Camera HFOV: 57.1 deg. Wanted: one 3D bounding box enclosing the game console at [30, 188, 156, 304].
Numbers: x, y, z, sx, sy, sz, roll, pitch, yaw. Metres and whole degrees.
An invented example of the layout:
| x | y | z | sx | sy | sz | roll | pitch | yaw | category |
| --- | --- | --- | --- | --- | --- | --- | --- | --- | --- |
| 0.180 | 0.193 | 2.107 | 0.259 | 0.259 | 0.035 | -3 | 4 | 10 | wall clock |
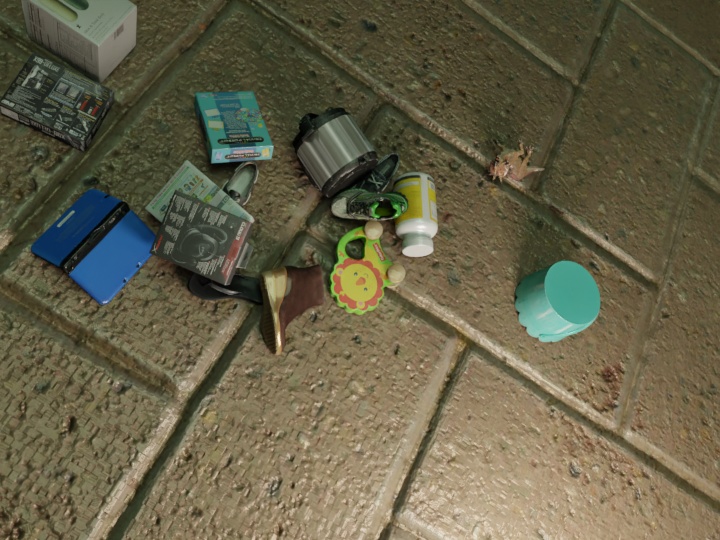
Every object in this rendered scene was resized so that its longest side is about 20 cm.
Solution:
| x | y | z | sx | sy | sz | roll | pitch | yaw | category |
| --- | --- | --- | --- | --- | --- | --- | --- | --- | --- |
| -0.581 | -0.055 | 1.460 | 0.169 | 0.119 | 0.201 | 22 | 59 | 23 | game console |

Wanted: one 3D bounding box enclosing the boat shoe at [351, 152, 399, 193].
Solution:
| x | y | z | sx | sy | sz | roll | pitch | yaw | category |
| --- | --- | --- | --- | --- | --- | --- | --- | --- | --- |
| 0.039 | -0.234 | 1.735 | 0.072 | 0.068 | 0.200 | 42 | 65 | -2 | boat shoe |

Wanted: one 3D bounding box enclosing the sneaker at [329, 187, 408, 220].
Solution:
| x | y | z | sx | sy | sz | roll | pitch | yaw | category |
| --- | --- | --- | --- | --- | --- | --- | --- | --- | --- |
| 0.016 | -0.163 | 1.648 | 0.197 | 0.085 | 0.079 | -2 | 106 | 15 | sneaker |

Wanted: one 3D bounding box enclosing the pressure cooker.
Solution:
| x | y | z | sx | sy | sz | roll | pitch | yaw | category |
| --- | --- | --- | --- | --- | --- | --- | --- | --- | --- |
| -0.071 | -0.309 | 1.659 | 0.178 | 0.176 | 0.201 | -32 | 84 | -21 | pressure cooker |

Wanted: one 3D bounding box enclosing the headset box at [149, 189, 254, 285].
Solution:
| x | y | z | sx | sy | sz | roll | pitch | yaw | category |
| --- | --- | --- | --- | --- | --- | --- | --- | --- | --- |
| -0.335 | -0.067 | 1.447 | 0.198 | 0.077 | 0.150 | 22 | 89 | -4 | headset box |

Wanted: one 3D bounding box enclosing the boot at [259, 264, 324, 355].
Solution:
| x | y | z | sx | sy | sz | roll | pitch | yaw | category |
| --- | --- | --- | --- | --- | --- | --- | --- | --- | --- |
| -0.150 | 0.087 | 1.547 | 0.165 | 0.072 | 0.203 | -5 | 89 | -38 | boot |

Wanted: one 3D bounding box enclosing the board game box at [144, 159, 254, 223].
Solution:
| x | y | z | sx | sy | sz | roll | pitch | yaw | category |
| --- | --- | --- | --- | --- | --- | --- | --- | --- | --- |
| -0.365 | -0.129 | 1.515 | 0.200 | 0.064 | 0.148 | 41 | 86 | -3 | board game box |

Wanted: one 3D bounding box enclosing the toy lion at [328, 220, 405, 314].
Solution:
| x | y | z | sx | sy | sz | roll | pitch | yaw | category |
| --- | --- | --- | --- | --- | --- | --- | --- | --- | --- |
| 0.000 | 0.000 | 1.646 | 0.190 | 0.069 | 0.202 | -24 | 80 | -19 | toy lion |

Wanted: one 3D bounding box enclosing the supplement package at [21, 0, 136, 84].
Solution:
| x | y | z | sx | sy | sz | roll | pitch | yaw | category |
| --- | --- | --- | --- | --- | --- | --- | --- | --- | --- |
| -0.654 | -0.584 | 1.551 | 0.199 | 0.151 | 0.153 | 33 | 63 | -7 | supplement package |

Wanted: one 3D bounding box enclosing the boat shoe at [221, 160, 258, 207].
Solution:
| x | y | z | sx | sy | sz | roll | pitch | yaw | category |
| --- | --- | --- | --- | --- | --- | --- | --- | --- | --- |
| -0.302 | -0.179 | 1.588 | 0.073 | 0.060 | 0.201 | 33 | 63 | -9 | boat shoe |

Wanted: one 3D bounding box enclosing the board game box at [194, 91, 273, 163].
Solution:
| x | y | z | sx | sy | sz | roll | pitch | yaw | category |
| --- | --- | --- | --- | --- | --- | --- | --- | --- | --- |
| -0.314 | -0.356 | 1.627 | 0.149 | 0.047 | 0.201 | -8 | 57 | -23 | board game box |

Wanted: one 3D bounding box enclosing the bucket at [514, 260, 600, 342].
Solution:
| x | y | z | sx | sy | sz | roll | pitch | yaw | category |
| --- | --- | --- | --- | --- | --- | --- | --- | --- | --- |
| 0.531 | 0.080 | 1.774 | 0.205 | 0.135 | 0.210 | 7 | 68 | -19 | bucket |

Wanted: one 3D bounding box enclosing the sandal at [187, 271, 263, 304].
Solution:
| x | y | z | sx | sy | sz | roll | pitch | yaw | category |
| --- | --- | --- | --- | --- | --- | --- | --- | --- | --- |
| -0.296 | 0.031 | 1.523 | 0.198 | 0.043 | 0.077 | 6 | 69 | -19 | sandal |

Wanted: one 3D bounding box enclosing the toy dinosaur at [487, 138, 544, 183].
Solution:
| x | y | z | sx | sy | sz | roll | pitch | yaw | category |
| --- | --- | --- | --- | --- | --- | --- | --- | --- | --- |
| 0.439 | -0.300 | 1.914 | 0.199 | 0.085 | 0.137 | 23 | 74 | -30 | toy dinosaur |

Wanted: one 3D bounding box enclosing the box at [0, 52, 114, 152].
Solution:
| x | y | z | sx | sy | sz | roll | pitch | yaw | category |
| --- | --- | --- | --- | --- | --- | --- | --- | --- | --- |
| -0.694 | -0.387 | 1.520 | 0.198 | 0.050 | 0.159 | 23 | 64 | -12 | box |

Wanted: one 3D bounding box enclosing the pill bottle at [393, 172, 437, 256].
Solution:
| x | y | z | sx | sy | sz | roll | pitch | yaw | category |
| --- | --- | --- | --- | --- | --- | --- | --- | --- | --- |
| 0.143 | -0.144 | 1.720 | 0.111 | 0.112 | 0.202 | 6 | 69 | -19 | pill bottle |
